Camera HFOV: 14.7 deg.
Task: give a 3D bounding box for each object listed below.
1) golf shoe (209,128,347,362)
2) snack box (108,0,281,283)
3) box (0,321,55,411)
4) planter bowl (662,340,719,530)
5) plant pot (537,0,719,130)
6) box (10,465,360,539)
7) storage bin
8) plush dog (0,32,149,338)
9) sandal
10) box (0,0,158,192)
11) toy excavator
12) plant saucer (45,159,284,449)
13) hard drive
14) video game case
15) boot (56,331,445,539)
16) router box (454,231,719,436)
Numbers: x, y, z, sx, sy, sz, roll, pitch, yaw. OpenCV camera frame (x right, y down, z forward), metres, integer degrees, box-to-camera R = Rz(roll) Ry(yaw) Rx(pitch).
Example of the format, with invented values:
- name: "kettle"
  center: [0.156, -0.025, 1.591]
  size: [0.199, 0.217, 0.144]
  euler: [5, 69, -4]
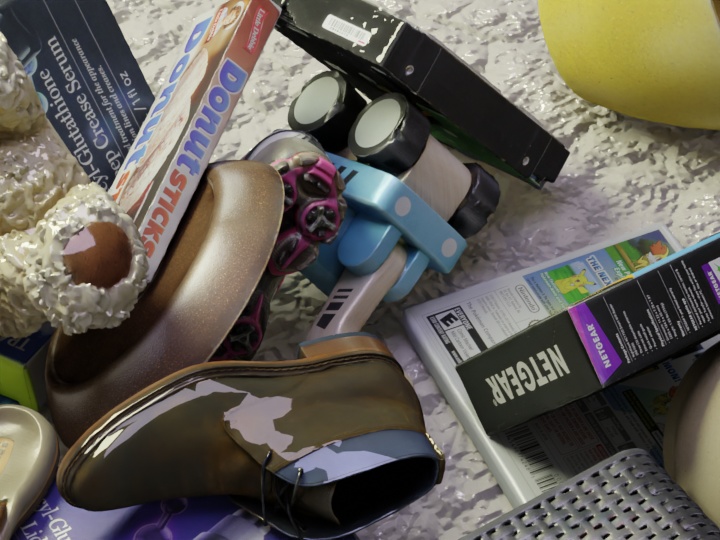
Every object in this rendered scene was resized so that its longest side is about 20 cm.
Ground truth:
- name: "golf shoe"
  center: [-0.084, 0.003, 1.680]
  size: [0.200, 0.072, 0.092]
  euler: [-50, 25, 8]
- name: "snack box"
  center: [-0.109, -0.073, 1.633]
  size: [0.072, 0.024, 0.201]
  euler: [-20, 40, 53]
- name: "box"
  center: [-0.207, 0.008, 1.740]
  size: [0.121, 0.048, 0.200]
  euler: [19, 48, 26]
- name: "planter bowl"
  center: [0.249, 0.102, 1.517]
  size: [0.200, 0.201, 0.135]
  euler: [-28, 21, -23]
- name: "plant pot"
  center: [0.200, -0.177, 1.815]
  size: [0.141, 0.200, 0.201]
  euler: [-13, 37, 31]
- name: "box"
  center: [-0.110, 0.176, 1.514]
  size: [0.199, 0.105, 0.148]
  euler: [-24, 46, -19]
- name: "storage bin"
  center: [0.096, 0.200, 1.442]
  size: [0.199, 0.136, 0.094]
  euler: [-26, 48, -18]
- name: "plush dog"
  center: [-0.229, -0.013, 1.548]
  size: [0.171, 0.161, 0.200]
  euler: [-34, 81, -11]
- name: "sandal"
  center: [-0.213, 0.134, 1.452]
  size: [0.080, 0.054, 0.200]
  euler: [7, 44, 14]
- name: "box"
  center: [-0.230, -0.077, 1.668]
  size: [0.200, 0.149, 0.107]
  euler: [-36, 20, -26]
- name: "toy excavator"
  center: [0.000, 0.000, 1.696]
  size: [0.194, 0.100, 0.201]
  euler: [23, 77, 51]
- name: "plant saucer"
  center: [-0.121, 0.012, 1.606]
  size: [0.200, 0.032, 0.201]
  euler: [-42, 25, 24]
- name: "hard drive"
  center: [0.029, -0.122, 1.745]
  size: [0.139, 0.200, 0.038]
  euler: [29, 86, 42]
- name: "video game case"
  center: [0.145, 0.064, 1.669]
  size: [0.181, 0.022, 0.200]
  euler: [-18, 44, -14]
- name: "boot"
  center: [-0.053, 0.099, 1.460]
  size: [0.199, 0.075, 0.097]
  euler: [-20, 42, -18]
- name: "router box"
  center: [0.153, 0.030, 1.556]
  size: [0.149, 0.200, 0.051]
  euler: [-24, 86, -19]
